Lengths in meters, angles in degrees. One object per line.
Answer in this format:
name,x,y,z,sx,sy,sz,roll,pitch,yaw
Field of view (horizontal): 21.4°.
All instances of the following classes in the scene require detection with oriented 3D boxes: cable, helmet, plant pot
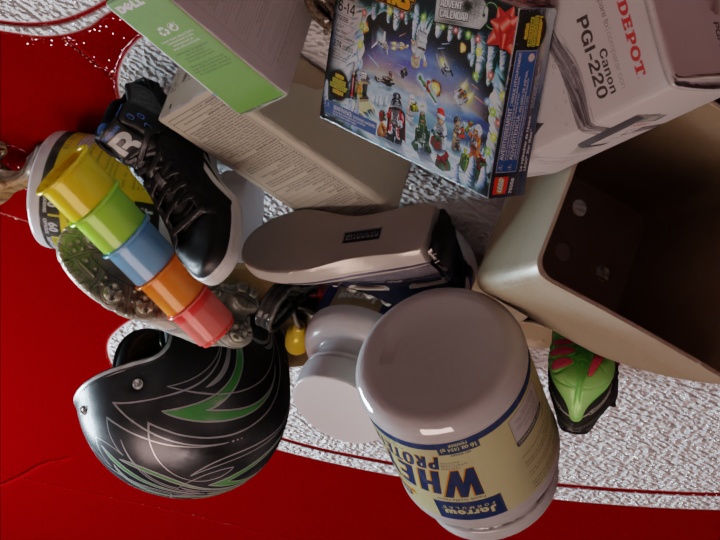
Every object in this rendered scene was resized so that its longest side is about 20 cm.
cable,-0.046,0.028,1.721,0.050,0.097,0.200,35,177,5
helmet,-0.168,0.125,1.827,0.199,0.191,0.200,13,144,9
plant pot,0.208,-0.029,1.525,0.199,0.201,0.177,28,161,-18

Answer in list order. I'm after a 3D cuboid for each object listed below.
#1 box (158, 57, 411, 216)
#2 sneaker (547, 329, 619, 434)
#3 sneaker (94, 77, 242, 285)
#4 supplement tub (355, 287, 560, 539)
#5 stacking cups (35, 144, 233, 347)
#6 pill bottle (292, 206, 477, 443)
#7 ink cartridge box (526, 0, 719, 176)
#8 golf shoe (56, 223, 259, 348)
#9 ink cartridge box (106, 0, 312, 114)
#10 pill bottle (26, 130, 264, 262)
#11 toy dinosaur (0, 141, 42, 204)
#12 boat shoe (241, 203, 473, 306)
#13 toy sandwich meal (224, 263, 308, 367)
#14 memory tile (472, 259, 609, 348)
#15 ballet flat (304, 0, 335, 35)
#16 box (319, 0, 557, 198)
box,-0.059,-0.118,1.609,0.200,0.078,0.095,34,147,-27
sneaker,0.197,0.079,1.678,0.076,0.200,0.084,12,116,14
sneaker,-0.170,-0.078,1.598,0.112,0.201,0.073,25,123,-38
supplement tub,0.088,0.125,1.599,0.144,0.145,0.200,3,145,23
stacking cups,-0.184,-0.019,1.621,0.200,0.061,0.060,45,143,-17
pill bottle,0.018,0.051,1.713,0.119,0.200,0.120,17,142,14
ink cartridge box,0.159,-0.164,1.337,0.085,0.146,0.200,-6,168,-41
golf shoe,-0.193,0.021,1.698,0.199,0.079,0.097,29,158,-24
ink cartridge box,-0.128,-0.221,1.447,0.059,0.104,0.200,-16,137,43
pill bottle,-0.194,-0.062,1.742,0.199,0.112,0.111,8,149,14
toy dinosaur,-0.377,-0.078,1.862,0.106,0.061,0.200,33,147,-29
boat shoe,0.000,0.000,1.621,0.199,0.075,0.093,-2,141,31
toy sandwich meal,-0.096,0.024,1.887,0.204,0.070,0.206,13,144,10
memory tile,0.156,0.026,1.804,0.199,0.017,0.153,-13,139,40
ballet flat,0.048,-0.177,1.486,0.199,0.047,0.067,23,151,-10
box,0.051,-0.148,1.376,0.040,0.138,0.200,-7,-156,-38
